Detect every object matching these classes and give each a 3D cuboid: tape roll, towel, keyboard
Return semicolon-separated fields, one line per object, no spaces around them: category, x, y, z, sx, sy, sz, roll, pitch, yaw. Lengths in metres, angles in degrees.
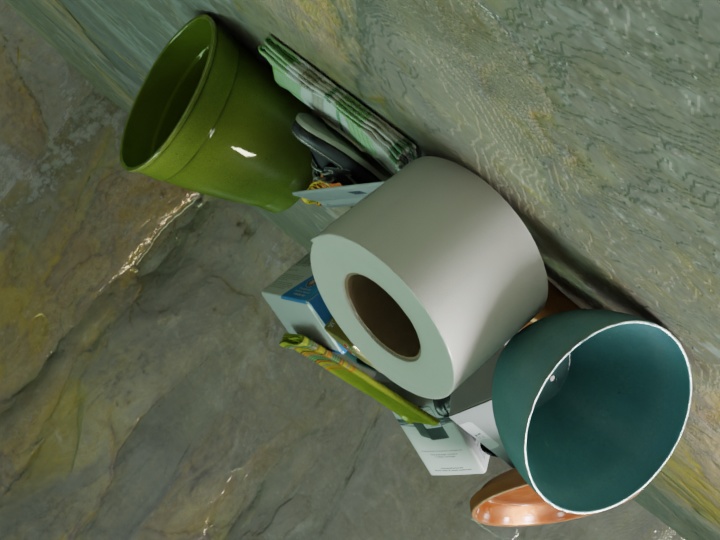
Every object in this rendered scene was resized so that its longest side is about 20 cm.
tape roll;0.067;0.007;1.288;0.203;0.139;0.203;41;155;24
towel;-0.021;-0.162;1.395;0.200;0.031;0.149;38;175;11
towel;-0.002;0.132;1.548;0.200;0.018;0.086;33;170;-16
keyboard;0.003;-0.087;1.455;0.056;0.011;0.200;20;166;-37

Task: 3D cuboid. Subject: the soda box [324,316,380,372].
soda box;0.051;0.012;1.457;0.068;0.200;0.064;42;171;-37

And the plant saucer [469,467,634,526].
plant saucer;0.224;0.252;1.500;0.200;0.200;0.032;46;-149;-59

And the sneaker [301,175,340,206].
sneaker;-0.040;-0.115;1.742;0.073;0.077;0.200;41;174;-12

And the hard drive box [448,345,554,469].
hard drive box;0.180;0.113;1.510;0.156;0.077;0.201;41;-142;-33

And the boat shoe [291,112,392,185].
boat shoe;-0.022;-0.115;1.495;0.073;0.063;0.200;48;-169;37

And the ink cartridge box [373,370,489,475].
ink cartridge box;0.104;0.147;1.678;0.083;0.147;0.200;-7;132;27

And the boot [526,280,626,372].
boot;0.220;0.059;1.392;0.155;0.077;0.200;30;166;48

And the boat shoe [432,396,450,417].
boat shoe;0.120;0.088;1.571;0.076;0.060;0.200;46;-144;-27

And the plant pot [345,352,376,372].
plant pot;0.012;0.049;1.792;0.141;0.142;0.200;27;180;-42

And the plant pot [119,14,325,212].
plant pot;-0.149;-0.166;1.535;0.193;0.201;0.200;27;-178;-28

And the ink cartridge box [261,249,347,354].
ink cartridge box;0.000;0.000;1.560;0.086;0.200;0.146;57;161;-18

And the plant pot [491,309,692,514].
plant pot;0.208;0.121;1.295;0.200;0.200;0.135;41;176;-34

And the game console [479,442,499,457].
game console;0.254;0.187;1.626;0.199;0.117;0.176;7;172;7

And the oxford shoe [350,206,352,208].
oxford shoe;0.058;-0.042;1.875;0.070;0.075;0.200;-17;151;38
